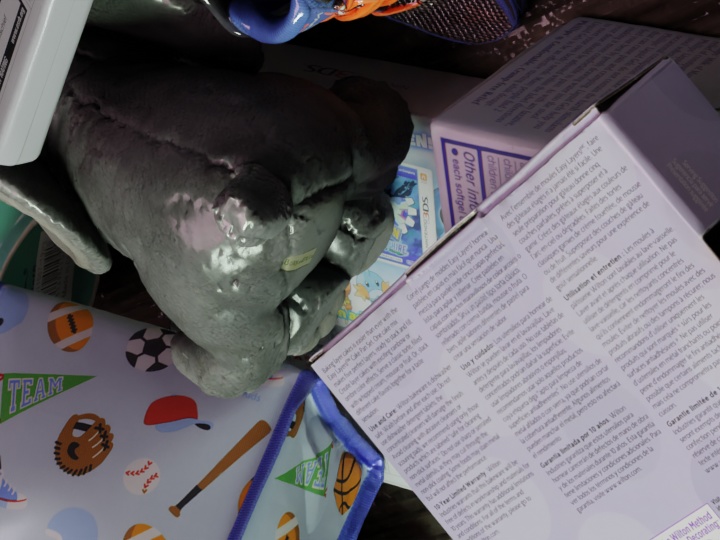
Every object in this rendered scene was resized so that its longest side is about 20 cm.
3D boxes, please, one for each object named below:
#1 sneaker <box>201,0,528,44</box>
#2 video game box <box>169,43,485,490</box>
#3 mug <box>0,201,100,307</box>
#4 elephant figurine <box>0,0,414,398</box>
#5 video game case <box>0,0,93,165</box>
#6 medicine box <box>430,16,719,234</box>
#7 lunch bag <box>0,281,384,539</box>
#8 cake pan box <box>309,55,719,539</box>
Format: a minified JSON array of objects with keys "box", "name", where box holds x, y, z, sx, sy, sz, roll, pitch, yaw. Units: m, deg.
[{"box":[-0.020,-0.112,0.941,0.075,0.199,0.079,-28,57,46],"name":"sneaker"},{"box":[0.000,0.000,1.087,0.199,0.047,0.183,14,127,34],"name":"video game box"},{"box":[-0.188,-0.013,1.148,0.114,0.153,0.185,20,161,23],"name":"mug"},{"box":[-0.093,-0.051,0.998,0.199,0.141,0.156,33,136,16],"name":"elephant figurine"},{"box":[-0.128,-0.171,0.913,0.182,0.022,0.201,57,139,33],"name":"video game case"},{"box":[0.140,0.022,0.939,0.199,0.103,0.183,13,126,33],"name":"medicine box"},{"box":[-0.107,0.129,1.072,0.169,0.201,0.124,13,158,27],"name":"lunch bag"},{"box":[0.097,0.049,0.882,0.184,0.052,0.200,48,138,2],"name":"cake pan box"}]
